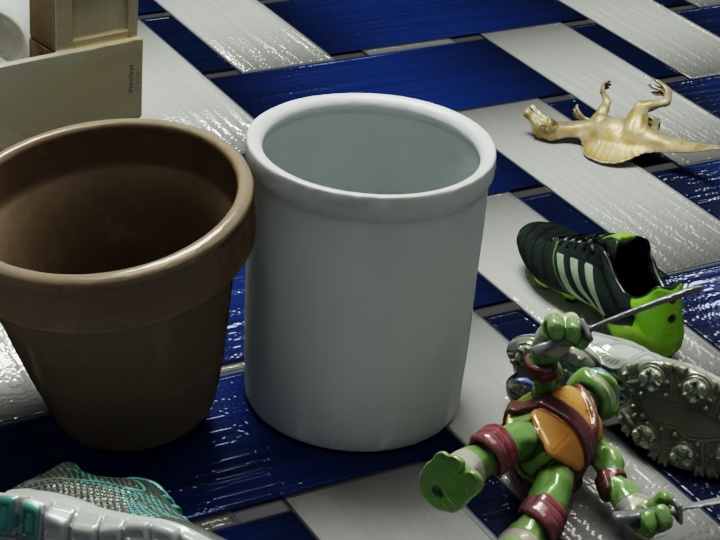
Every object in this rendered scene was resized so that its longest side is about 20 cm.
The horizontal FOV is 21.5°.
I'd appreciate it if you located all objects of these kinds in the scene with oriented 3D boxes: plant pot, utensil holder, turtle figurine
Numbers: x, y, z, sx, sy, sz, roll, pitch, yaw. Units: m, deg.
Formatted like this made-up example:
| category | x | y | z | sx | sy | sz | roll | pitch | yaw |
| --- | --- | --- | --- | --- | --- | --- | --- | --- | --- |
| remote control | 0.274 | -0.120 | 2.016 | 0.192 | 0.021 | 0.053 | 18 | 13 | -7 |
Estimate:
| category | x | y | z | sx | sy | sz | roll | pitch | yaw |
| --- | --- | --- | --- | --- | --- | --- | --- | --- | --- |
| plant pot | -0.159 | 0.020 | 1.267 | 0.200 | 0.175 | 0.200 | -5 | 35 | 3 |
| utensil holder | 0.000 | 0.000 | 1.320 | 0.169 | 0.200 | 0.170 | 4 | 29 | -2 |
| turtle figurine | 0.144 | 0.105 | 1.200 | 0.200 | 0.144 | 0.194 | 11 | 34 | 37 |

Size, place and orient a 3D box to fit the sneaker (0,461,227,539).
| category | x | y | z | sx | sy | sz | roll | pitch | yaw |
| --- | --- | --- | --- | --- | --- | --- | --- | --- | --- |
| sneaker | -0.129 | 0.159 | 1.144 | 0.200 | 0.078 | 0.091 | 17 | 27 | 19 |

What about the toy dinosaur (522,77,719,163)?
| category | x | y | z | sx | sy | sz | roll | pitch | yaw |
| --- | --- | --- | --- | --- | --- | --- | --- | --- | --- |
| toy dinosaur | 0.255 | -0.128 | 1.769 | 0.200 | 0.058 | 0.101 | 11 | 43 | 28 |

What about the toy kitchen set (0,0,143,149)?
| category | x | y | z | sx | sy | sz | roll | pitch | yaw |
| --- | --- | --- | --- | --- | --- | --- | --- | --- | --- |
| toy kitchen set | -0.298 | -0.165 | 1.576 | 0.163 | 0.200 | 0.180 | -18 | 35 | -36 |

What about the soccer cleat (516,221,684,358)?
| category | x | y | z | sx | sy | sz | roll | pitch | yaw |
| --- | --- | --- | --- | --- | --- | --- | --- | --- | --- |
| soccer cleat | 0.189 | -0.003 | 1.478 | 0.067 | 0.081 | 0.200 | -10 | 32 | -26 |

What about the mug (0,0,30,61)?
| category | x | y | z | sx | sy | sz | roll | pitch | yaw |
| --- | --- | --- | --- | --- | --- | --- | --- | --- | --- |
| mug | -0.389 | -0.217 | 1.741 | 0.200 | 0.148 | 0.175 | -34 | 37 | -4 |

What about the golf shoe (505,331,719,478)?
| category | x | y | z | sx | sy | sz | roll | pitch | yaw |
| --- | --- | --- | --- | --- | --- | --- | --- | --- | --- |
| golf shoe | 0.205 | 0.079 | 1.343 | 0.200 | 0.079 | 0.097 | 21 | 26 | 24 |
